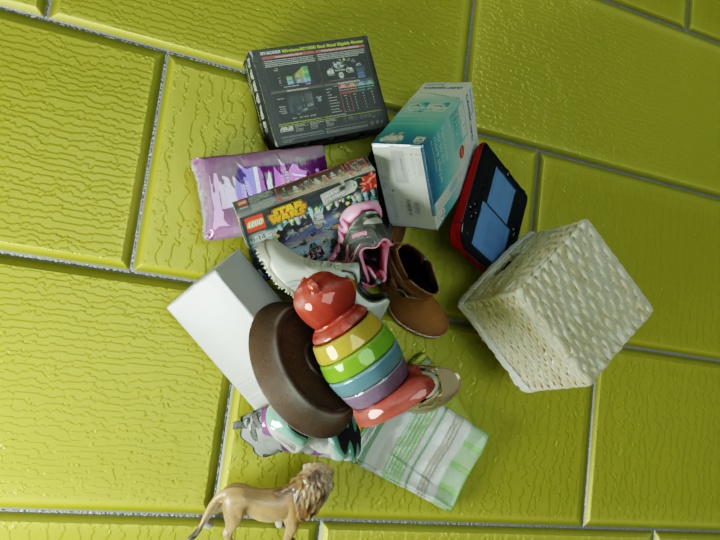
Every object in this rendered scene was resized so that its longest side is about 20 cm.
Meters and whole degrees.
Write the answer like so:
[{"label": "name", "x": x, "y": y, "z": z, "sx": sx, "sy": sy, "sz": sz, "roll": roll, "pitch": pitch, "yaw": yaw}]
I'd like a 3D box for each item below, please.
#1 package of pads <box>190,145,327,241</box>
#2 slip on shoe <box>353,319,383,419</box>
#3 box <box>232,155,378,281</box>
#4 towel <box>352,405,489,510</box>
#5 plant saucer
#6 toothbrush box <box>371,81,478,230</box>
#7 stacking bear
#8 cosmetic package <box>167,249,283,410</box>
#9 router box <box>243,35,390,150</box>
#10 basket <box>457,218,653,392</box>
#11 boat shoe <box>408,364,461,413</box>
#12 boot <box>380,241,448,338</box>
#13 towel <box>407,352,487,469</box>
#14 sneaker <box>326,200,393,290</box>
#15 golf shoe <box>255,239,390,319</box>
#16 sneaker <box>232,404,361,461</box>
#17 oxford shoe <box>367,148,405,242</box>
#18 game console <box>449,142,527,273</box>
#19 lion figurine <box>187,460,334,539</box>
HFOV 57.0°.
[{"label": "package of pads", "x": -0.144, "y": -0.115, "z": 0.987, "sx": 0.200, "sy": 0.076, "sz": 0.121, "roll": -10, "pitch": 92, "yaw": -22}, {"label": "slip on shoe", "x": -0.016, "y": 0.159, "z": 1.026, "sx": 0.074, "sy": 0.061, "sz": 0.200, "roll": 15, "pitch": 94, "yaw": -26}, {"label": "box", "x": -0.070, "y": -0.071, "z": 0.952, "sx": 0.200, "sy": 0.040, "sz": 0.137, "roll": -21, "pitch": 138, "yaw": -10}, {"label": "towel", "x": 0.100, "y": 0.282, "z": 1.064, "sx": 0.200, "sy": 0.031, "sz": 0.149, "roll": 32, "pitch": 83, "yaw": -15}, {"label": "plant saucer", "x": -0.065, "y": 0.125, "z": 0.896, "sx": 0.200, "sy": 0.034, "sz": 0.200, "roll": 39, "pitch": 34, "yaw": -33}, {"label": "toothbrush box", "x": 0.107, "y": -0.179, "z": 1.015, "sx": 0.200, "sy": 0.085, "sz": 0.147, "roll": -55, "pitch": 142, "yaw": -41}, {"label": "stacking bear", "x": -0.011, "y": 0.089, "z": 0.856, "sx": 0.114, "sy": 0.121, "sz": 0.200, "roll": -34, "pitch": 98, "yaw": -5}, {"label": "cosmetic package", "x": -0.159, "y": 0.085, "z": 0.936, "sx": 0.200, "sy": 0.113, "sz": 0.081, "roll": 54, "pitch": 29, "yaw": -10}, {"label": "router box", "x": -0.067, "y": -0.273, "z": 1.035, "sx": 0.200, "sy": 0.062, "sz": 0.150, "roll": -15, "pitch": 91, "yaw": -21}, {"label": "basket", "x": 0.302, "y": 0.058, "z": 1.030, "sx": 0.198, "sy": 0.161, "sz": 0.200, "roll": -41, "pitch": 99, "yaw": -22}, {"label": "boat shoe", "x": 0.092, "y": 0.179, "z": 1.012, "sx": 0.200, "sy": 0.069, "sz": 0.074, "roll": -1, "pitch": 70, "yaw": -40}, {"label": "boot", "x": 0.092, "y": 0.031, "z": 1.023, "sx": 0.077, "sy": 0.155, "sz": 0.200, "roll": -42, "pitch": 101, "yaw": -19}, {"label": "towel", "x": 0.127, "y": 0.238, "z": 1.097, "sx": 0.086, "sy": 0.018, "sz": 0.200, "roll": -37, "pitch": 100, "yaw": -14}, {"label": "sneaker", "x": 0.000, "y": 0.000, "z": 0.962, "sx": 0.079, "sy": 0.200, "sz": 0.095, "roll": -14, "pitch": 50, "yaw": -29}, {"label": "golf shoe", "x": -0.047, "y": 0.008, "z": 0.915, "sx": 0.200, "sy": 0.078, "sz": 0.097, "roll": 39, "pitch": 110, "yaw": -16}, {"label": "sneaker", "x": -0.099, "y": 0.236, "z": 0.962, "sx": 0.200, "sy": 0.140, "sz": 0.078, "roll": 38, "pitch": 43, "yaw": -44}, {"label": "oxford shoe", "x": 0.050, "y": -0.135, "z": 1.080, "sx": 0.071, "sy": 0.071, "sz": 0.200, "roll": 18, "pitch": 75, "yaw": -49}, {"label": "game console", "x": 0.219, "y": -0.089, "z": 1.098, "sx": 0.200, "sy": 0.031, "sz": 0.177, "roll": 34, "pitch": 73, "yaw": -50}, {"label": "lion figurine", "x": -0.136, "y": 0.330, "z": 0.937, "sx": 0.200, "sy": 0.072, "sz": 0.123, "roll": 2, "pitch": 118, "yaw": -27}]
